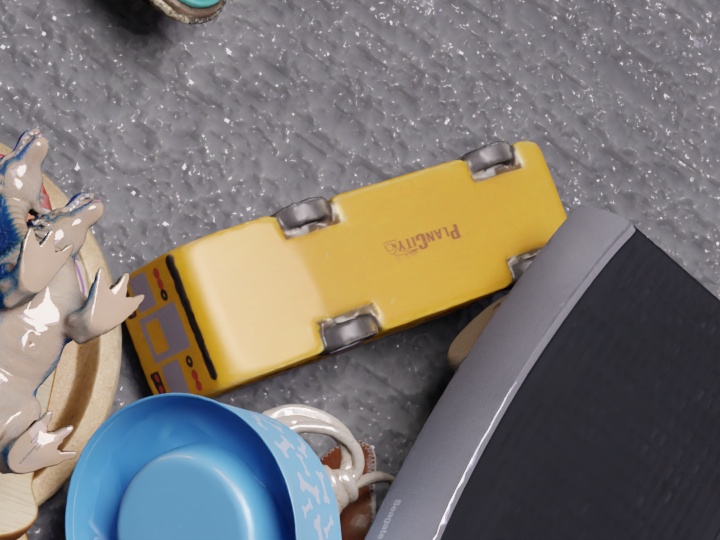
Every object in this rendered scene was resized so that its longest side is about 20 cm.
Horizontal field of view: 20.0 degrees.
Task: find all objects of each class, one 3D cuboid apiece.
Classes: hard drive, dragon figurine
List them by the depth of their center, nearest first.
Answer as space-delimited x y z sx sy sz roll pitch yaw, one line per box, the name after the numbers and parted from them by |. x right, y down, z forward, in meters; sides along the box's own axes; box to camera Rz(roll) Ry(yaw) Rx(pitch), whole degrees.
-0.140 0.039 0.760 0.059 0.099 0.200 30 72 -23 | dragon figurine
0.096 0.082 0.844 0.135 0.042 0.200 40 66 -14 | hard drive

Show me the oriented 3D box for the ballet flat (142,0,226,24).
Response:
-0.121 -0.194 0.920 0.068 0.075 0.200 -21 88 -45 | ballet flat

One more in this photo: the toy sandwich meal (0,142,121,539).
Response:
-0.180 0.023 0.819 0.205 0.070 0.205 8 70 -24 | toy sandwich meal

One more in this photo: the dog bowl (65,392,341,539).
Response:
-0.055 0.147 0.811 0.050 0.111 0.200 0 84 -59 | dog bowl

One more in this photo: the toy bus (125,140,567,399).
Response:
0.000 0.000 0.904 0.200 0.078 0.065 -18 84 -36 | toy bus

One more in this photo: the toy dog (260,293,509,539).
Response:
0.036 0.096 0.907 0.200 0.096 0.132 -24 90 -17 | toy dog
